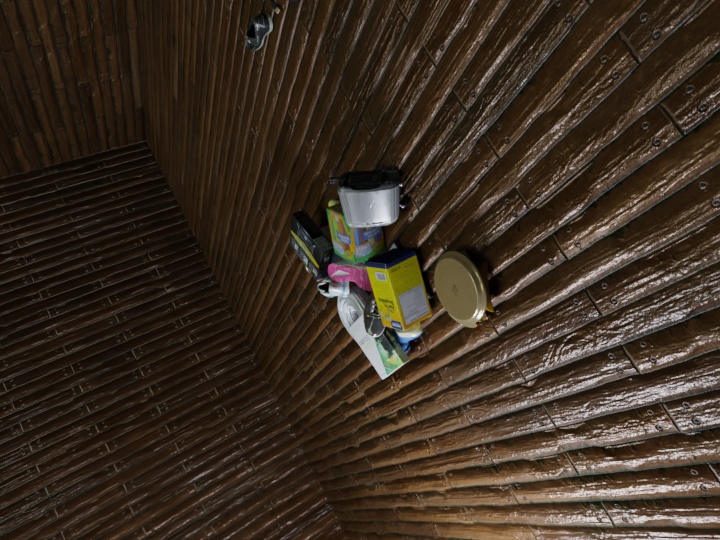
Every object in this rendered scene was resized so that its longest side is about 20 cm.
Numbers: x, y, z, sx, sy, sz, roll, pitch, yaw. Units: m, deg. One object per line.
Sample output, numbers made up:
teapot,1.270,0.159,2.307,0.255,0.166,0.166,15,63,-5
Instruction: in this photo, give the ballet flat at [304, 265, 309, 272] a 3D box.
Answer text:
ballet flat,-0.208,-0.085,2.075,0.063,0.068,0.201,-128,29,-54

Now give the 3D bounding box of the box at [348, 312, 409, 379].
box,0.055,0.229,1.690,0.201,0.036,0.144,54,141,11

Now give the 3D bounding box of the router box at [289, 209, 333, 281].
router box,-0.173,-0.086,1.874,0.200,0.052,0.158,51,148,27

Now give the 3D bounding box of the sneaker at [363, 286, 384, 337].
sneaker,0.048,0.098,1.602,0.082,0.076,0.202,41,-122,-83

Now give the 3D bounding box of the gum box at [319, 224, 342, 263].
gum box,-0.104,-0.044,1.912,0.201,0.066,0.114,61,151,11

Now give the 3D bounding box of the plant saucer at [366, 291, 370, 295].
plant saucer,0.053,0.113,1.796,0.200,0.032,0.201,42,144,41

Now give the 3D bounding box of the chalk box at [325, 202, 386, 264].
chalk box,-0.011,-0.104,1.635,0.124,0.123,0.202,26,133,52

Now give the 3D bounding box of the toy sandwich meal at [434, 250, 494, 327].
toy sandwich meal,0.261,0.044,1.333,0.205,0.070,0.207,39,139,46

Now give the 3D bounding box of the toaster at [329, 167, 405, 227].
toaster,0.020,-0.195,1.455,0.114,0.198,0.130,-80,-17,-54

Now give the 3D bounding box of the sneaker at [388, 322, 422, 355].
sneaker,0.140,0.220,1.680,0.199,0.077,0.112,-14,111,51

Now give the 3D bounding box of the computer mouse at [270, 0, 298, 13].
computer mouse,-0.243,-0.816,1.577,0.200,0.046,0.141,50,148,28

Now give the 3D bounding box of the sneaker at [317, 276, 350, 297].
sneaker,-0.111,0.052,1.810,0.200,0.086,0.076,172,100,-65

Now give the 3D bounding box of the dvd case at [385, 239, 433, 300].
dvd case,0.133,0.025,1.595,0.201,0.017,0.143,58,153,17

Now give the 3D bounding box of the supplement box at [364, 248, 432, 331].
supplement box,0.108,0.052,1.521,0.109,0.108,0.202,8,118,58

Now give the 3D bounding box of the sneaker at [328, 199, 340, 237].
sneaker,-0.058,-0.137,1.732,0.075,0.076,0.201,-31,82,50

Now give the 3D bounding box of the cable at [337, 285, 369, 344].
cable,-0.002,0.151,1.817,0.200,0.069,0.201,37,140,45

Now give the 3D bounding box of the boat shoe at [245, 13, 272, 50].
boat shoe,-0.352,-0.785,1.779,0.200,0.067,0.072,-6,107,63

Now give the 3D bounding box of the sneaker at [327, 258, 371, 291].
sneaker,0.000,0.000,1.727,0.198,0.088,0.082,16,125,18
